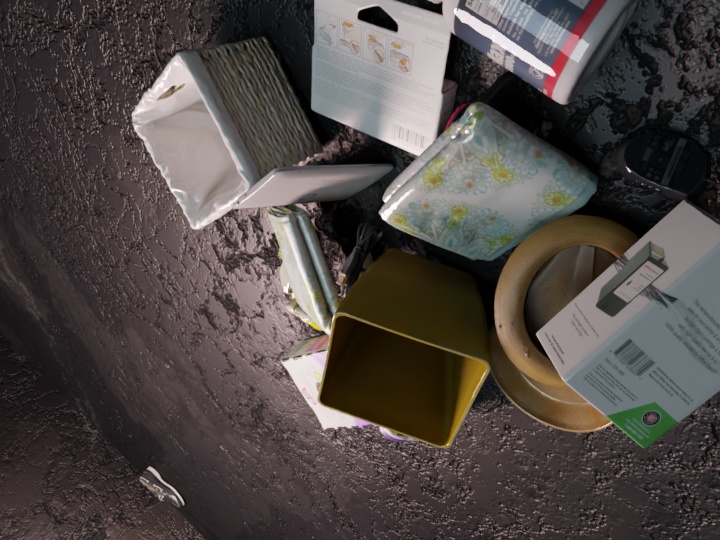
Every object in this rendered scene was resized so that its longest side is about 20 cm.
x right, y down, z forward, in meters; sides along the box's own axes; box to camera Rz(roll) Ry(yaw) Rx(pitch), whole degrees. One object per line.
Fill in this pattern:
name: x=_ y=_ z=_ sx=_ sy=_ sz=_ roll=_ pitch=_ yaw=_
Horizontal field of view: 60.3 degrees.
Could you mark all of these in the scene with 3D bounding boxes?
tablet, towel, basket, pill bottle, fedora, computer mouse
tablet: x=-0.062 y=-0.113 z=0.837 sx=0.129 sy=0.197 sz=0.014 roll=-24 pitch=79 yaw=48
towel: x=0.138 y=-0.086 z=0.707 sx=0.169 sy=0.049 sz=0.200 roll=21 pitch=146 yaw=-23
basket: x=-0.194 y=-0.200 z=0.900 sx=0.197 sy=0.160 sz=0.202 roll=-21 pitch=101 yaw=49
pill bottle: x=0.146 y=-0.261 z=0.584 sx=0.199 sy=0.119 sz=0.121 roll=38 pitch=139 yaw=14
fedora: x=0.246 y=0.032 z=0.716 sx=0.196 sy=0.082 sz=0.205 roll=3 pitch=106 yaw=10
computer mouse: x=0.347 y=-0.081 z=0.605 sx=0.198 sy=0.059 sz=0.034 roll=28 pitch=177 yaw=18
towel: x=-0.086 y=-0.008 z=0.939 sx=0.171 sy=0.047 sz=0.203 roll=-142 pitch=31 yaw=-69
computer mouse: x=0.000 y=0.000 z=0.917 sx=0.043 sy=0.111 sz=0.200 roll=21 pitch=171 yaw=2

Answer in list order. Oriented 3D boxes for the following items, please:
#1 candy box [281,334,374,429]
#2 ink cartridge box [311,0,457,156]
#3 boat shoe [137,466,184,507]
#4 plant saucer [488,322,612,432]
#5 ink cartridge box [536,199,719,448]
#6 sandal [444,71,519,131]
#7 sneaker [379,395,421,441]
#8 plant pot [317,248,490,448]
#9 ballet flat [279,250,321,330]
candy box: x=-0.031 y=0.202 z=1.143 sx=0.198 sy=0.071 sz=0.170 roll=-18 pitch=107 yaw=47
ink cartridge box: x=0.026 y=-0.251 z=0.761 sx=0.198 sy=0.043 sz=0.176 roll=28 pitch=135 yaw=24
boat shoe: x=-0.724 y=0.801 z=2.249 sx=0.198 sy=0.060 sz=0.077 roll=32 pitch=137 yaw=20
plant saucer: x=0.266 y=0.128 z=0.839 sx=0.198 sy=0.035 sz=0.203 roll=24 pitch=133 yaw=28
ink cartridge box: x=0.302 y=0.057 z=0.614 sx=0.145 sy=0.084 sz=0.200 roll=37 pitch=108 yaw=-22
sandal: x=0.119 y=-0.155 z=0.732 sx=0.045 sy=0.074 sz=0.201 roll=53 pitch=145 yaw=18
sneaker: x=0.092 y=0.237 z=0.956 sx=0.084 sy=0.198 sz=0.081 roll=-51 pitch=60 yaw=23
plant pot: x=0.068 y=0.091 z=0.859 sx=0.196 sy=0.178 sz=0.202 roll=18 pitch=134 yaw=5
ballet flat: x=-0.105 y=0.035 z=1.083 sx=0.066 sy=0.067 sz=0.203 roll=17 pitch=131 yaw=35
